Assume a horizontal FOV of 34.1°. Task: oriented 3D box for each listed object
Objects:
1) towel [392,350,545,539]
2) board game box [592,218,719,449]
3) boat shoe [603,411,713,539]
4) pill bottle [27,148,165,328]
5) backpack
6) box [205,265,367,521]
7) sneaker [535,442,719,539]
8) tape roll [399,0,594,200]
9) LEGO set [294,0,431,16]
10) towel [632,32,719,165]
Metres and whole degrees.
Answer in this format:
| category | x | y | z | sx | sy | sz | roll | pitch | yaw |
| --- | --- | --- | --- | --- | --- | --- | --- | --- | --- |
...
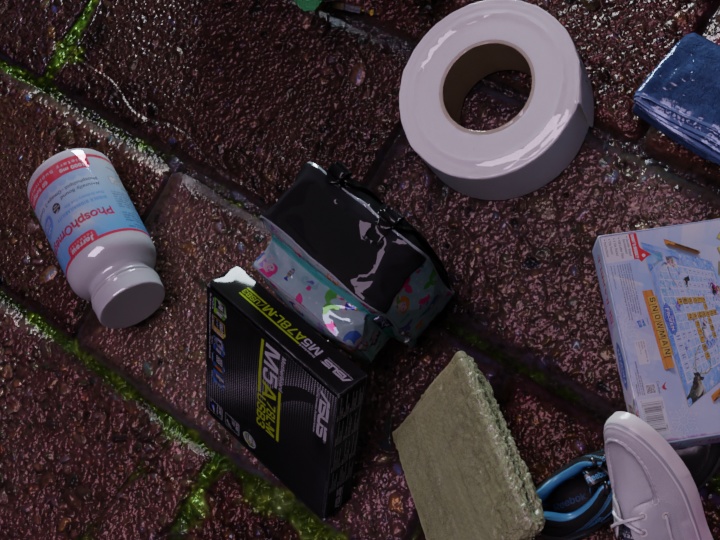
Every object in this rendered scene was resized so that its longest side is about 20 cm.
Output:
| category | x | y | z | sx | sy | sz | roll | pitch | yaw |
| --- | --- | --- | --- | --- | --- | --- | --- | --- | --- |
| towel | 0.100 | 0.193 | 1.123 | 0.149 | 0.036 | 0.202 | -55 | 43 | 36 |
| board game box | 0.330 | 0.053 | 1.073 | 0.196 | 0.041 | 0.203 | -8 | 70 | -1 |
| boat shoe | 0.251 | 0.218 | 1.018 | 0.068 | 0.202 | 0.072 | -38 | 27 | -27 |
| pill bottle | -0.305 | -0.037 | 1.367 | 0.108 | 0.109 | 0.201 | -37 | 64 | 9 |
| backpack | 0.000 | 0.000 | 1.178 | 0.177 | 0.200 | 0.151 | 39 | 95 | 23 |
| box | -0.081 | 0.125 | 1.186 | 0.047 | 0.202 | 0.193 | -29 | 55 | -33 |
| sneaker | 0.243 | 0.193 | 1.080 | 0.198 | 0.082 | 0.074 | -32 | 63 | 10 |
| tape roll | 0.144 | -0.181 | 1.242 | 0.200 | 0.071 | 0.206 | -7 | 71 | 21 |
| LEGO set | 0.016 | -0.372 | 1.354 | 0.197 | 0.116 | 0.156 | -9 | 100 | 24 |
| towel | 0.371 | -0.152 | 1.140 | 0.199 | 0.049 | 0.112 | 36 | 78 | 29 |
